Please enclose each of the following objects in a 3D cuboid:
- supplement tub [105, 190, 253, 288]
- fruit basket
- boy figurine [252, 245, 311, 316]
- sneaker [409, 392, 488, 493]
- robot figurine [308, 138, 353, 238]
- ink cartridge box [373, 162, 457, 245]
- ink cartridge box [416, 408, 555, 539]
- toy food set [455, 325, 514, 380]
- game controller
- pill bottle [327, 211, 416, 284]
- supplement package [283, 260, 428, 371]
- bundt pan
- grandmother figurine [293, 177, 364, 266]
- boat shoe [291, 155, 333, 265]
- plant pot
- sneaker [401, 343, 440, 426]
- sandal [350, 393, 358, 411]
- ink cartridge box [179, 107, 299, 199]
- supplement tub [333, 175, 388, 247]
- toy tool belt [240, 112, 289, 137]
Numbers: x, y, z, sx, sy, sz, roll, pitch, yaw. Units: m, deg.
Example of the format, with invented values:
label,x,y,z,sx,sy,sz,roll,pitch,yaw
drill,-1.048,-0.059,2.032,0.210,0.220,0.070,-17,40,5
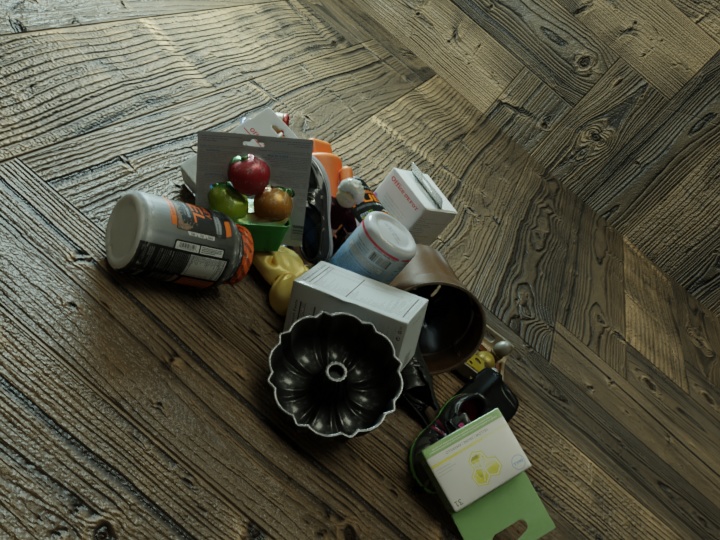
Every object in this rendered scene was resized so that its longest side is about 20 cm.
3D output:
label,x,y,z,sx,sy,sz,roll,pitch,yaw
supplement tub,-0.270,-0.041,1.199,0.200,0.123,0.123,13,38,-43
fruit basket,-0.179,-0.133,1.308,0.185,0.200,0.094,2,27,-11
boy figurine,-0.135,-0.004,1.383,0.124,0.064,0.200,14,38,-36
sneaker,0.144,0.268,1.280,0.077,0.084,0.200,39,53,-5
robot figurine,-0.085,-0.153,1.545,0.117,0.144,0.200,115,-31,-81
ink cartridge box,0.098,-0.119,1.705,0.125,0.200,0.129,2,46,-51
ink cartridge box,0.197,0.333,1.206,0.145,0.048,0.200,-25,75,-16
toy food set,0.256,0.174,1.629,0.143,0.060,0.200,38,27,-7
game controller,0.222,0.256,1.459,0.200,0.042,0.104,-30,87,-48
pill bottle,0.000,0.000,1.400,0.109,0.200,0.109,31,28,-19
supplement package,-0.008,0.079,1.292,0.200,0.110,0.114,20,24,16
bundt pan,-0.042,0.164,1.173,0.202,0.076,0.202,6,58,-9
grandmother figurine,-0.059,-0.090,1.458,0.121,0.200,0.061,26,31,-25
boat shoe,-0.092,-0.108,1.395,0.066,0.070,0.200,-9,95,-73
plant pot,0.117,0.060,1.493,0.200,0.200,0.198,30,22,-20
sneaker,0.088,0.171,1.365,0.104,0.060,0.200,-95,159,-69
sandal,0.005,0.186,1.303,0.082,0.050,0.203,55,23,-10
ink cartridge box,-0.209,-0.190,1.432,0.200,0.067,0.116,-37,76,-17
supplement tub,-0.012,-0.110,1.635,0.122,0.123,0.200,1,46,-52
toy tool belt,-0.218,-0.245,1.563,0.123,0.125,0.200,10,55,0
